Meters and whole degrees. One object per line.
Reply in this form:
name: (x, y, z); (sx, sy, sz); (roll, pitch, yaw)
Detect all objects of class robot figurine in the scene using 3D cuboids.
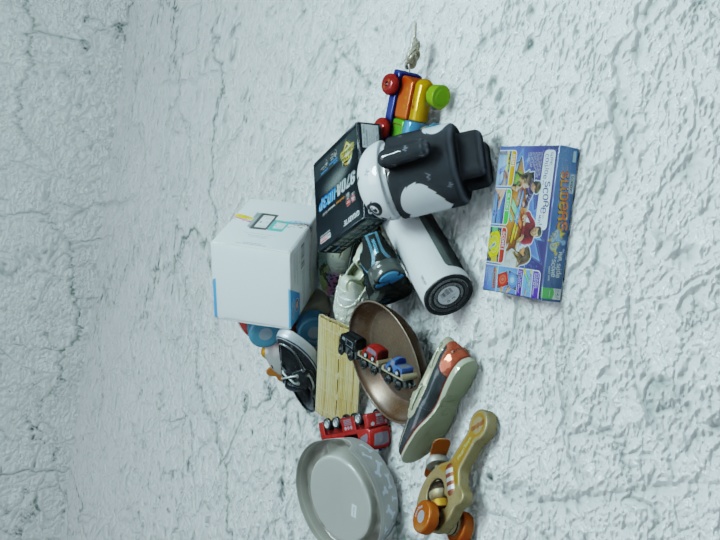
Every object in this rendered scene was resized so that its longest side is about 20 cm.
robot figurine: (0.092, -0.142, 1.584); (0.125, 0.197, 0.152); (-74, -32, -56)

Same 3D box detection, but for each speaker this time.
speaker: (0.098, -0.026, 1.644); (0.082, 0.080, 0.201); (-65, 32, 32)

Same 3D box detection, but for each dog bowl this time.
dog bowl: (-0.019, 0.364, 1.750); (0.198, 0.058, 0.203); (15, 111, 43)

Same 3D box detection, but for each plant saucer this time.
plant saucer: (0.049, 0.140, 1.701); (0.200, 0.036, 0.203); (34, 133, 47)

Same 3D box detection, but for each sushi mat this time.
sushi mat: (-0.038, 0.176, 1.840); (0.095, 0.012, 0.203); (21, 123, 30)

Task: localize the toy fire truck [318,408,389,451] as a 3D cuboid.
toy fire truck: (-0.017, 0.314, 1.816); (0.199, 0.048, 0.143); (-19, 80, 51)

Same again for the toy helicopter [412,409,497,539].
toy helicopter: (0.136, 0.281, 1.545); (0.202, 0.078, 0.133); (-62, 25, 16)

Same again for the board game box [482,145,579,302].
board game box: (0.228, -0.066, 1.456); (0.135, 0.034, 0.203); (11, 95, 61)

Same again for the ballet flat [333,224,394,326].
ballet flat: (0.000, 0.000, 1.787); (0.202, 0.071, 0.072); (-60, 33, 10)

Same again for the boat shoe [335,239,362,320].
boat shoe: (-0.010, 0.038, 1.857); (0.075, 0.060, 0.203); (-15, 71, 60)

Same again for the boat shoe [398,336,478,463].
boat shoe: (0.104, 0.194, 1.594); (0.063, 0.071, 0.202); (44, 118, 38)

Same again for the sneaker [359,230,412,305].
sneaker: (0.038, 0.001, 1.699); (0.200, 0.072, 0.083); (89, 160, -72)

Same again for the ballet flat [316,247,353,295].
ballet flat: (-0.035, -0.058, 1.924); (0.071, 0.068, 0.203); (-6, 75, 58)

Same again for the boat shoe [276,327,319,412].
boat shoe: (-0.108, 0.179, 1.894); (0.071, 0.201, 0.068); (20, 61, 30)

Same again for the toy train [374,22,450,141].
toy train: (0.098, -0.287, 1.708); (0.115, 0.084, 0.203); (23, 105, 50)

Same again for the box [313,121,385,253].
box: (-0.019, -0.131, 1.765); (0.200, 0.045, 0.162); (148, 121, -62)

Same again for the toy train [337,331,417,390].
toy train: (0.025, 0.136, 1.674); (0.199, 0.034, 0.047); (26, 115, 53)

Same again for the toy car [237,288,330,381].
toy car: (-0.148, 0.130, 2.007); (0.185, 0.174, 0.203); (-114, 27, -59)

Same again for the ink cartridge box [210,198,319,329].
ink cartridge box: (-0.159, -0.016, 1.895); (0.200, 0.144, 0.149); (-59, -27, -61)
